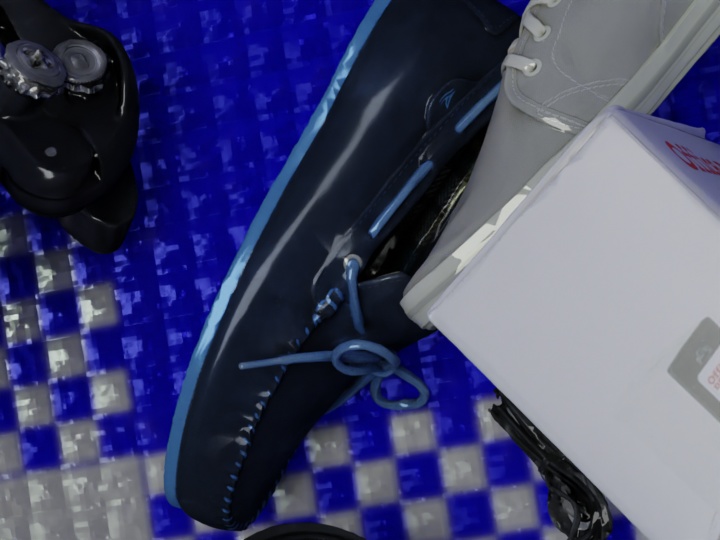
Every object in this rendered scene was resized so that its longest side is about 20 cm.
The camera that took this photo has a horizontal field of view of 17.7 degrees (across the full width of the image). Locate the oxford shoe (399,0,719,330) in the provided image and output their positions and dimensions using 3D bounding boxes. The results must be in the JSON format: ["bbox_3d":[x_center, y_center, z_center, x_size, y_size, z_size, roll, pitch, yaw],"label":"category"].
[{"bbox_3d":[0.071,-0.066,0.727,0.058,0.075,0.200,38,83,0],"label":"oxford shoe"}]

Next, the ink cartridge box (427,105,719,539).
[{"bbox_3d":[0.132,0.052,0.679,0.200,0.146,0.084,45,104,15],"label":"ink cartridge box"}]

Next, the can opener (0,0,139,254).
[{"bbox_3d":[-0.140,-0.094,0.810,0.200,0.063,0.079,54,142,20],"label":"can opener"}]

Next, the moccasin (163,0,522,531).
[{"bbox_3d":[0.000,0.000,0.760,0.068,0.080,0.200,27,97,13],"label":"moccasin"}]

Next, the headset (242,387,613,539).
[{"bbox_3d":[-0.012,0.116,0.748,0.200,0.124,0.094,-29,59,1],"label":"headset"}]
